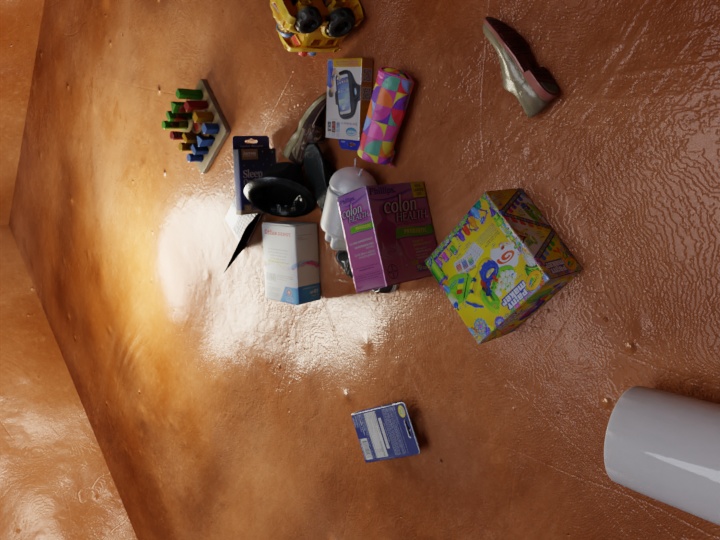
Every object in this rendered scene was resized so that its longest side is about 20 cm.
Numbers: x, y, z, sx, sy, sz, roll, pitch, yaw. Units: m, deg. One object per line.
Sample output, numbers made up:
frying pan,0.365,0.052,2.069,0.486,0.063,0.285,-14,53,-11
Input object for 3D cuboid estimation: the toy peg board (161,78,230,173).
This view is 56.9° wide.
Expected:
toy peg board,-0.501,-0.426,1.976,0.200,0.097,0.201,-45,65,43

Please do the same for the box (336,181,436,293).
box,0.062,-0.071,1.375,0.096,0.174,0.204,-15,86,47

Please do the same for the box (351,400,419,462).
box,0.065,0.378,1.558,0.199,0.032,0.123,-26,79,48

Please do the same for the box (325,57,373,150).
box,-0.028,-0.378,1.512,0.118,0.041,0.204,15,107,45

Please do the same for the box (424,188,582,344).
box,0.256,-0.008,1.217,0.200,0.121,0.194,-50,62,40

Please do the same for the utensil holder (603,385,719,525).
utensil holder,0.492,0.273,0.988,0.198,0.168,0.173,11,106,48

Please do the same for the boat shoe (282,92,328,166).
boat shoe,-0.116,-0.336,1.608,0.072,0.072,0.201,37,121,-1

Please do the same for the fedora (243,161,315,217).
fedora,-0.196,-0.213,1.667,0.199,0.199,0.093,-15,57,47

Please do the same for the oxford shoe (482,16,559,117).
oxford shoe,0.265,-0.361,1.175,0.075,0.070,0.202,-49,61,47

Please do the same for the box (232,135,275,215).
box,-0.276,-0.252,1.747,0.032,0.120,0.204,7,103,46

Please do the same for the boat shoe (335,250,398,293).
boat shoe,0.000,0.000,1.538,0.199,0.066,0.071,36,123,37

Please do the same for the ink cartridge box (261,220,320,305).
ink cartridge box,-0.179,-0.025,1.716,0.143,0.084,0.204,9,105,46

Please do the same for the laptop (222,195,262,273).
laptop,-0.349,-0.134,1.856,0.201,0.115,0.188,56,132,24

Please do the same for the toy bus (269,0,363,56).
toy bus,-0.123,-0.549,1.473,0.192,0.198,0.137,-43,66,51

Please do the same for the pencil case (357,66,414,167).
pencil case,0.054,-0.324,1.406,0.088,0.088,0.203,38,126,36

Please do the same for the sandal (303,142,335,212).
sandal,-0.086,-0.211,1.611,0.075,0.048,0.204,-7,105,47

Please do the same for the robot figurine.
robot figurine,-0.025,-0.146,1.501,0.170,0.111,0.203,48,131,51
